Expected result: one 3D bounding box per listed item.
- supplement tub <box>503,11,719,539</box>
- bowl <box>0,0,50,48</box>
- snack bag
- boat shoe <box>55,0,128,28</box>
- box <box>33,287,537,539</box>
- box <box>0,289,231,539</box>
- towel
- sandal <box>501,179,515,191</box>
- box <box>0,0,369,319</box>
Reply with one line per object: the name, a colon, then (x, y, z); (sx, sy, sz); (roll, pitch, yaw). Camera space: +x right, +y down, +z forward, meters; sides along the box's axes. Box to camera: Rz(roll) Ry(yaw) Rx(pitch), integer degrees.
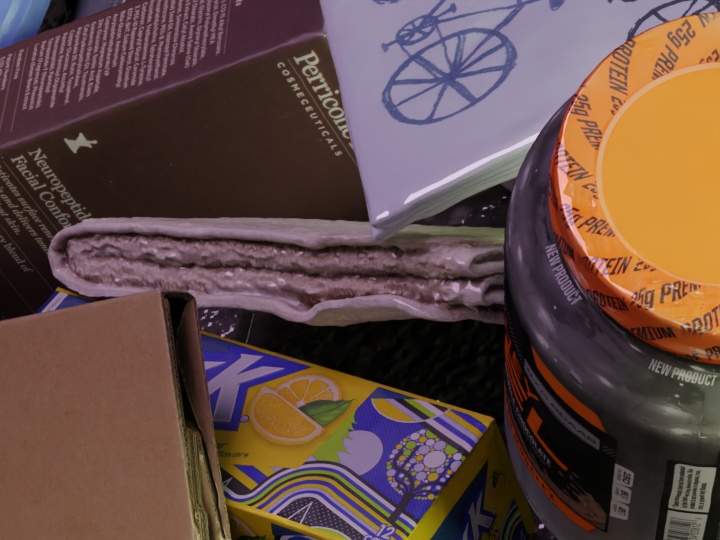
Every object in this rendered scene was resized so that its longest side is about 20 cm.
supplement tub: (0.103, 0.013, 0.784); (0.122, 0.200, 0.123); (-1, 66, 2)
bowl: (-0.206, -0.111, 1.219); (0.200, 0.039, 0.201); (-38, 36, 34)
snack bag: (0.081, -0.101, 0.921); (0.199, 0.021, 0.189); (-25, 32, 8)
boat shoe: (-0.116, -0.144, 1.210); (0.073, 0.062, 0.200); (-27, 27, 32)
box: (-0.044, 0.070, 0.931); (0.199, 0.064, 0.070); (15, 52, 34)
box: (-0.128, 0.100, 0.922); (0.199, 0.021, 0.164); (-11, 86, 35)
towel: (0.000, 0.000, 0.961); (0.200, 0.132, 0.035); (4, 93, 42)
sandal: (0.113, -0.051, 0.976); (0.079, 0.059, 0.206); (-44, 39, -13)
box: (-0.078, -0.054, 1.083); (0.199, 0.100, 0.075); (-19, 41, 20)
